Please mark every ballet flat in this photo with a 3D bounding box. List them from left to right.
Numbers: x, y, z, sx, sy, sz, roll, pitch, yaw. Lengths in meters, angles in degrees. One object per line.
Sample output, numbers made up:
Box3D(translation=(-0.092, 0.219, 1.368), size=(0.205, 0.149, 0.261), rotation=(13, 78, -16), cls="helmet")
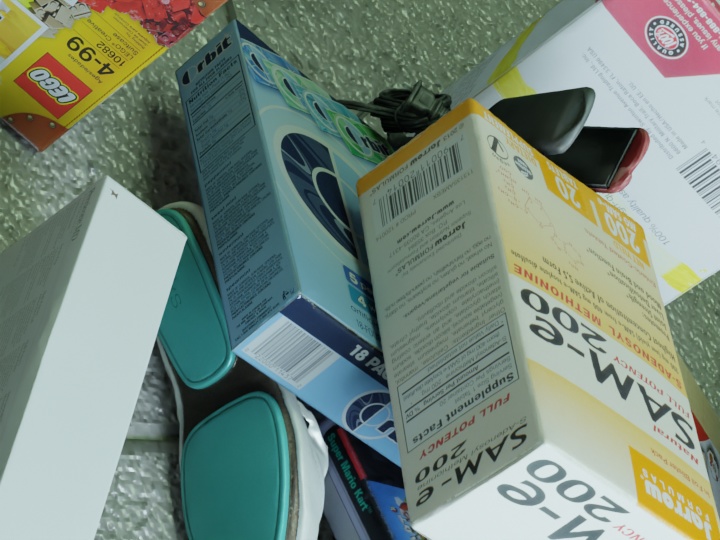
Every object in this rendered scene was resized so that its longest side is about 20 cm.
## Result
Box3D(translation=(-0.047, 0.061, 1.229), size=(0.069, 0.069, 0.200), rotation=(9, 54, -43), cls="ballet flat")

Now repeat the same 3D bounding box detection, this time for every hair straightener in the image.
Box3D(translation=(0.048, -0.074, 1.320), size=(0.077, 0.200, 0.041), rotation=(36, 79, -30), cls="hair straightener")

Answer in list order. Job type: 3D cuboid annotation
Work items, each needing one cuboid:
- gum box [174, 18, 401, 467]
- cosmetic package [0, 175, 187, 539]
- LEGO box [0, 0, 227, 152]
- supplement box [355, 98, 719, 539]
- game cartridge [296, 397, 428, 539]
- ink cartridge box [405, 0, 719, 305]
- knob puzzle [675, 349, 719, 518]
Box3D(translation=(0.000, 0.000, 1.273), size=(0.170, 0.045, 0.200), rotation=(36, 25, -34), cls="gum box")
Box3D(translation=(-0.130, 0.061, 1.122), size=(0.051, 0.083, 0.200), rotation=(37, 43, -22), cls="cosmetic package")
Box3D(translation=(-0.157, -0.170, 1.206), size=(0.200, 0.149, 0.077), rotation=(41, 41, -17), cls="LEGO box")
Box3D(translation=(0.075, 0.041, 1.190), size=(0.126, 0.074, 0.200), rotation=(34, 32, -37), cls="supplement box")
Box3D(translation=(0.049, 0.131, 1.250), size=(0.130, 0.038, 0.200), rotation=(21, 30, -41), cls="game cartridge")
Box3D(translation=(0.135, -0.067, 1.400), size=(0.145, 0.200, 0.083), rotation=(48, 36, -10), cls="ink cartridge box")
Box3D(translation=(0.134, 0.116, 1.331), size=(0.220, 0.030, 0.220), rotation=(47, 36, -49), cls="knob puzzle")
